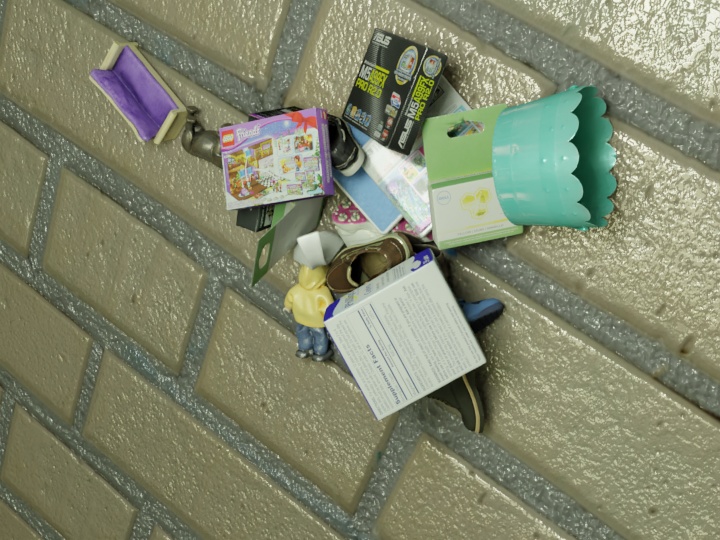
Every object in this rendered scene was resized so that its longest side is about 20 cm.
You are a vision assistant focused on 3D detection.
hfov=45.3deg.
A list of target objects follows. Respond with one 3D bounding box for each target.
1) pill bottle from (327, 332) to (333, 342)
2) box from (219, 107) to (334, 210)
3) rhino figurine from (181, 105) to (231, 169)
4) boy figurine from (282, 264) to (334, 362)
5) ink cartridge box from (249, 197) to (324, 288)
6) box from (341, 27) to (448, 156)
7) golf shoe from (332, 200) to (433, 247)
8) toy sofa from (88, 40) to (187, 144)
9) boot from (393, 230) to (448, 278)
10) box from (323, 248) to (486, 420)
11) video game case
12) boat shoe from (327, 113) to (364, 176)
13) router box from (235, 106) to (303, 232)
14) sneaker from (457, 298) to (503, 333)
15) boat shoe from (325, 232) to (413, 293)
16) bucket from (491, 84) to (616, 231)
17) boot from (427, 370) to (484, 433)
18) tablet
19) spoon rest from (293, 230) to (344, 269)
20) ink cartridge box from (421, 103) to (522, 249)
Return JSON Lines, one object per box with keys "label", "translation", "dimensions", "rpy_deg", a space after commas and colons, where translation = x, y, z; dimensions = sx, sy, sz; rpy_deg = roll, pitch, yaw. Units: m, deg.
{"label": "pill bottle", "translation": [0.042, 0.148, 1.556], "dimensions": [0.200, 0.106, 0.107], "rpy_deg": [43, 121, 12]}
{"label": "box", "translation": [-0.139, -0.180, 1.417], "dimensions": [0.196, 0.039, 0.140], "rpy_deg": [-6, 90, 29]}
{"label": "rhino figurine", "translation": [-0.265, -0.234, 1.650], "dimensions": [0.198, 0.060, 0.089], "rpy_deg": [29, 131, 18]}
{"label": "boy figurine", "translation": [-0.095, 0.068, 1.637], "dimensions": [0.122, 0.064, 0.205], "rpy_deg": [7, 107, 29]}
{"label": "ink cartridge box", "translation": [-0.138, -0.079, 1.516], "dimensions": [0.048, 0.200, 0.147], "rpy_deg": [37, 145, 14]}
{"label": "box", "translation": [0.049, -0.289, 1.377], "dimensions": [0.200, 0.044, 0.163], "rpy_deg": [45, 117, 57]}
{"label": "golf shoe", "translation": [0.048, -0.070, 1.521], "dimensions": [0.196, 0.076, 0.093], "rpy_deg": [10, 136, 23]}
{"label": "toy sofa", "translation": [-0.432, -0.350, 1.693], "dimensions": [0.201, 0.097, 0.083], "rpy_deg": [50, 122, 9]}
{"label": "boot", "translation": [0.056, -0.012, 1.491], "dimensions": [0.196, 0.071, 0.148], "rpy_deg": [14, 143, 8]}
{"label": "box", "translation": [0.068, 0.098, 1.355], "dimensions": [0.197, 0.105, 0.186], "rpy_deg": [-28, 102, 6]}
{"label": "video game case", "translation": [0.116, -0.189, 1.424], "dimensions": [0.200, 0.024, 0.183], "rpy_deg": [-42, 82, 10]}
{"label": "boat shoe", "translation": [-0.056, -0.228, 1.472], "dimensions": [0.074, 0.060, 0.201], "rpy_deg": [-45, 38, 12]}
{"label": "router box", "translation": [-0.152, -0.184, 1.547], "dimensions": [0.050, 0.149, 0.204], "rpy_deg": [19, 112, 23]}
{"label": "sneaker", "translation": [0.146, 0.077, 1.475], "dimensions": [0.196, 0.074, 0.084], "rpy_deg": [-18, 66, 7]}
{"label": "boat shoe", "translation": [-0.003, -0.006, 1.445], "dimensions": [0.201, 0.075, 0.075], "rpy_deg": [-31, 94, 46]}
{"label": "bucket", "translation": [0.287, -0.160, 1.273], "dimensions": [0.132, 0.206, 0.212], "rpy_deg": [-2, 103, 32]}
{"label": "boot", "translation": [0.133, 0.211, 1.488], "dimensions": [0.136, 0.078, 0.203], "rpy_deg": [-18, 117, 0]}
{"label": "tablet", "translation": [0.023, -0.174, 1.486], "dimensions": [0.130, 0.014, 0.201], "rpy_deg": [-45, 69, 10]}
{"label": "spoon rest", "translation": [-0.078, -0.035, 1.522], "dimensions": [0.097, 0.200, 0.062], "rpy_deg": [-17, 91, 3]}
{"label": "ink cartridge box", "translation": [0.177, -0.146, 1.358], "dimensions": [0.142, 0.048, 0.204], "rpy_deg": [-11, 116, -3]}
